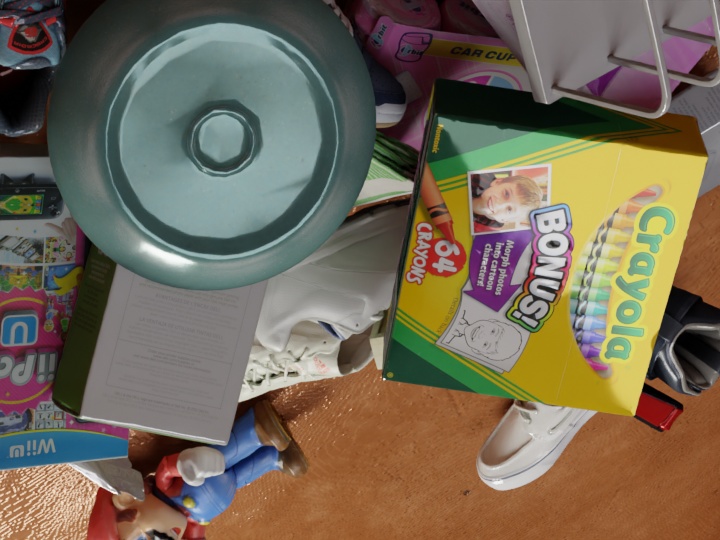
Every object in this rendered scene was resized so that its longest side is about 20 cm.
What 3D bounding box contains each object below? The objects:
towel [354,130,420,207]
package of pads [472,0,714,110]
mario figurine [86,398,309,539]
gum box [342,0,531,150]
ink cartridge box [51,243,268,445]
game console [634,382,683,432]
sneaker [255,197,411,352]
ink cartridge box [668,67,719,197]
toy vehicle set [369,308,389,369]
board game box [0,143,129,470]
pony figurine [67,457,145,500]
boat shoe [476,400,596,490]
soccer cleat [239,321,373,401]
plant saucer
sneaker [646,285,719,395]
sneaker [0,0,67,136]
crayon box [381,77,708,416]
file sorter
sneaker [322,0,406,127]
[{"bbox_3d":[-0.065,-0.084,1.198,0.199,0.024,0.152,23,160,-34],"label":"towel"},{"bbox_3d":[0.140,-0.182,1.160,0.121,0.076,0.200,-50,125,-10],"label":"package of pads"},{"bbox_3d":[-0.135,0.201,1.517,0.199,0.106,0.124,-33,108,0],"label":"mario figurine"},{"bbox_3d":[0.066,-0.137,1.250,0.199,0.066,0.114,3,136,-30],"label":"gum box"},{"bbox_3d":[-0.115,0.001,1.150,0.103,0.059,0.201,14,91,-28],"label":"ink cartridge box"},{"bbox_3d":[0.144,0.059,1.434,0.177,0.200,0.031,30,90,-44],"label":"game console"},{"bbox_3d":[0.000,0.000,1.299,0.199,0.088,0.074,-16,-179,-18],"label":"sneaker"},{"bbox_3d":[0.205,-0.065,1.373,0.199,0.041,0.199,-31,166,12],"label":"ink cartridge box"},{"bbox_3d":[0.113,0.016,1.313,0.199,0.124,0.027,-8,116,16],"label":"toy vehicle set"},{"bbox_3d":[-0.218,0.022,1.163,0.147,0.064,0.201,-3,103,-37],"label":"board game box"},{"bbox_3d":[-0.244,0.077,1.302,0.199,0.167,0.193,-26,137,29],"label":"pony figurine"},{"bbox_3d":[0.166,0.111,1.609,0.200,0.074,0.065,-47,133,14],"label":"boat shoe"},{"bbox_3d":[-0.047,0.060,1.420,0.199,0.078,0.069,-29,143,8],"label":"soccer cleat"},{"bbox_3d":[-0.083,-0.080,1.074,0.199,0.036,0.201,-4,107,-13],"label":"plant saucer"},{"bbox_3d":[0.228,0.046,1.452,0.077,0.146,0.202,-61,164,1],"label":"sneaker"},{"bbox_3d":[-0.191,-0.162,1.063,0.079,0.096,0.201,-6,140,-21],"label":"sneaker"},{"bbox_3d":[0.114,-0.012,1.178,0.171,0.058,0.201,9,121,-3],"label":"crayon box"},{"bbox_3d":[0.198,-0.193,1.072,0.199,0.124,0.139,-30,118,-24],"label":"file sorter"},{"bbox_3d":[-0.036,-0.170,1.116,0.199,0.070,0.109,25,106,-24],"label":"sneaker"}]
